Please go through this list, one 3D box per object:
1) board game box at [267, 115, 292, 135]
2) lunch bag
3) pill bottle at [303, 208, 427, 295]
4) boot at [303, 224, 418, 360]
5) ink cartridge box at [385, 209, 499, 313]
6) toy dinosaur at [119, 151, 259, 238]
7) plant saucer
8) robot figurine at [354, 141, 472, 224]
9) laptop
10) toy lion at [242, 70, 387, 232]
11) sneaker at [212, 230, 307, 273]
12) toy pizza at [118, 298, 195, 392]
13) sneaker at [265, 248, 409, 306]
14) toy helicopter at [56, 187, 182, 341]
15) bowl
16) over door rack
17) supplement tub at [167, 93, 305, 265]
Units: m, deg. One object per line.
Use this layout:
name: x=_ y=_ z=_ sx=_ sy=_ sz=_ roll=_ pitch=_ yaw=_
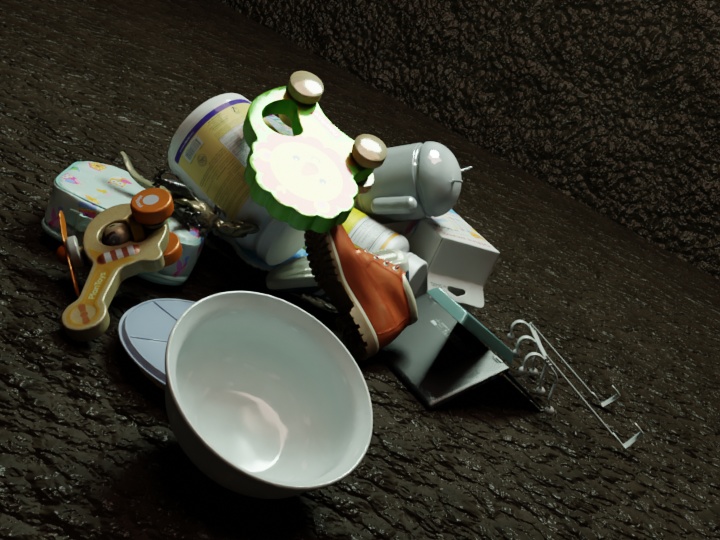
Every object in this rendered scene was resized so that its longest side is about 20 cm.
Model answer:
board game box: x=-0.217 y=-0.321 z=1.935 sx=0.198 sy=0.035 sz=0.134 roll=32 pitch=20 yaw=19
lunch bag: x=-0.291 y=-0.059 z=1.088 sx=0.197 sy=0.078 sz=0.161 roll=22 pitch=20 yaw=-10
pill bottle: x=-0.002 y=-0.026 z=1.306 sx=0.198 sy=0.111 sz=0.109 roll=31 pitch=20 yaw=17
boot: x=0.000 y=0.000 z=1.116 sx=0.106 sy=0.203 sz=0.075 roll=-27 pitch=4 yaw=-24
ink cartridge box: x=0.120 y=-0.020 z=1.417 sx=0.127 sy=0.127 sz=0.200 roll=12 pitch=22 yaw=-33
toy dinosaur: x=-0.218 y=-0.086 z=1.060 sx=0.198 sy=0.048 sz=0.088 roll=32 pitch=1 yaw=-5
plant saucer: x=0.150 y=0.073 z=1.154 sx=0.070 sy=0.019 sz=0.200 roll=43 pitch=4 yaw=34
robot figurine: x=0.070 y=-0.133 z=1.339 sx=0.196 sy=0.114 sz=0.171 roll=-6 pitch=34 yaw=22
laptop: x=0.121 y=0.132 z=1.198 sx=0.197 sy=0.118 sz=0.187 roll=-21 pitch=40 yaw=-24
toy lion: x=-0.074 y=-0.141 z=1.089 sx=0.200 sy=0.069 sz=0.191 roll=46 pitch=47 yaw=13
sneaker: x=-0.149 y=-0.066 z=1.259 sx=0.199 sy=0.091 sz=0.078 roll=34 pitch=21 yaw=22
toy pizza: x=-0.160 y=0.094 z=0.918 sx=0.197 sy=0.032 sz=0.201 roll=23 pitch=19 yaw=-8
sneaker: x=-0.029 y=0.028 z=1.189 sx=0.196 sy=0.086 sz=0.075 roll=-4 pitch=27 yaw=6
toy helicopter: x=-0.277 y=-0.005 z=0.935 sx=0.129 sy=0.080 sz=0.202 roll=4 pitch=43 yaw=5
bowl: x=-0.094 y=0.124 z=0.782 sx=0.198 sy=0.091 sz=0.203 roll=22 pitch=40 yaw=-20
over door rack: x=0.293 y=0.167 z=1.240 sx=0.199 sy=0.067 sz=0.148 roll=37 pitch=14 yaw=-8
supplement tub: x=-0.146 y=-0.121 z=1.173 sx=0.200 sy=0.146 sz=0.145 roll=45 pitch=24 yaw=13
